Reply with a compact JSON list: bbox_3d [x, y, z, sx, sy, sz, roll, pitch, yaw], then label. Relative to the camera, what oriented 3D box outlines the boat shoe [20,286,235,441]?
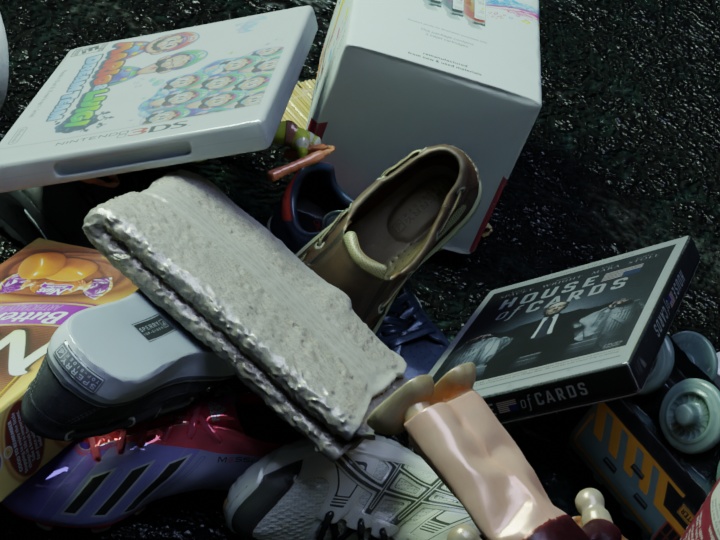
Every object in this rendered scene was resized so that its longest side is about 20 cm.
[{"bbox_3d":[-0.119,0.055,0.871,0.070,0.066,0.200,43,18,8],"label":"boat shoe"}]

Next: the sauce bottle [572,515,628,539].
[{"bbox_3d":[0.076,0.215,0.844,0.066,0.066,0.200,36,55,18],"label":"sauce bottle"}]

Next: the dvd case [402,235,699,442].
[{"bbox_3d":[0.123,0.041,0.991,0.025,0.150,0.200,66,28,-14],"label":"dvd case"}]

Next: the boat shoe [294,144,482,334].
[{"bbox_3d":[-0.005,-0.004,0.995,0.075,0.075,0.202,39,84,8],"label":"boat shoe"}]

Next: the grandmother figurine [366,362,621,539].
[{"bbox_3d":[0.092,0.141,0.827,0.121,0.061,0.200,-16,61,-37],"label":"grandmother figurine"}]

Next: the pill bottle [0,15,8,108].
[{"bbox_3d":[-0.348,-0.140,1.060,0.200,0.112,0.112,-14,50,-34],"label":"pill bottle"}]

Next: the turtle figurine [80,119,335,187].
[{"bbox_3d":[-0.122,-0.100,1.096,0.200,0.064,0.161,-4,11,-5],"label":"turtle figurine"}]

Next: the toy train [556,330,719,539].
[{"bbox_3d":[0.202,0.118,0.991,0.085,0.114,0.200,11,32,-49],"label":"toy train"}]

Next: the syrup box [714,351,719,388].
[{"bbox_3d":[0.312,0.087,1.099,0.200,0.079,0.081,-16,51,-36],"label":"syrup box"}]

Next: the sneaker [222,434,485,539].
[{"bbox_3d":[0.023,0.148,0.912,0.200,0.076,0.088,2,42,-19],"label":"sneaker"}]

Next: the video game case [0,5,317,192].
[{"bbox_3d":[-0.130,-0.115,1.031,0.182,0.024,0.200,-9,27,13],"label":"video game case"}]

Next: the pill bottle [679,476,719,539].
[{"bbox_3d":[0.217,0.182,0.855,0.114,0.200,0.114,12,40,-10],"label":"pill bottle"}]

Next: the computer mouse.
[{"bbox_3d":[-0.153,-0.033,1.069,0.140,0.046,0.200,-25,57,-39],"label":"computer mouse"}]

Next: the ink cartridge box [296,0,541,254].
[{"bbox_3d":[0.044,-0.142,1.178,0.145,0.145,0.200,16,38,-6],"label":"ink cartridge box"}]

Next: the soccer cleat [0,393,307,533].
[{"bbox_3d":[-0.108,0.101,0.911,0.200,0.076,0.067,-2,44,-25],"label":"soccer cleat"}]

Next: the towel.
[{"bbox_3d":[-0.058,0.019,0.907,0.200,0.034,0.133,41,19,3],"label":"towel"}]

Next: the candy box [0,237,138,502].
[{"bbox_3d":[-0.199,0.055,0.911,0.117,0.056,0.200,10,34,29],"label":"candy box"}]

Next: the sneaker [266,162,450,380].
[{"bbox_3d":[0.005,0.005,1.061,0.075,0.085,0.200,-18,53,-37],"label":"sneaker"}]

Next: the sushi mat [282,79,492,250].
[{"bbox_3d":[0.008,-0.082,1.218,0.096,0.012,0.200,-18,53,-37],"label":"sushi mat"}]
